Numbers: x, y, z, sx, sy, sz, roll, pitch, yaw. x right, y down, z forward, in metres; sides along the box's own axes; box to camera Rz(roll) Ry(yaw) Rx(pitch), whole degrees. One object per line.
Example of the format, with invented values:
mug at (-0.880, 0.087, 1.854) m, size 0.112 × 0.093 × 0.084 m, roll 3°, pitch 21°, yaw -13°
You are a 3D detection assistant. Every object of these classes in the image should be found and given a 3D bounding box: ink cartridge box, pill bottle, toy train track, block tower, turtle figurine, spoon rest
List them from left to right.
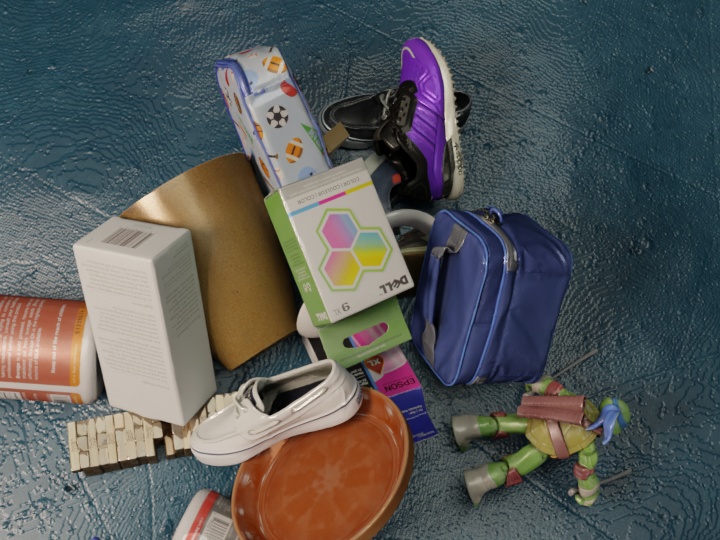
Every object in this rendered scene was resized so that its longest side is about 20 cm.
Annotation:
pill bottle at (-0.380, 0.082, 1.065) m, size 0.197 × 0.112 × 0.113 m, roll 5°, pitch 69°, yaw -6°
block tower at (-0.217, 0.180, 1.081) m, size 0.198 × 0.058 × 0.055 m, roll -8°, pitch 71°, yaw -12°
pill bottle at (-0.099, 0.316, 1.013) m, size 0.198 × 0.116 × 0.117 m, roll 24°, pitch 69°, yaw 2°
toy train track at (-0.077, -0.169, 1.235) m, size 0.114 × 0.032 × 0.201 m, roll -38°, pitch 69°, yaw 14°
ink cartridge box at (-0.013, -0.005, 1.028) m, size 0.103 × 0.059 × 0.202 m, roll -22°, pitch 92°, yaw -23°
spoon rest at (0.000, 0.000, 1.109) m, size 0.200 × 0.100 × 0.061 m, roll -41°, pitch 66°, yaw -16°
ink cartridge box at (0.006, 0.117, 1.094) m, size 0.094 × 0.037 × 0.201 m, roll -17°, pitch 45°, yaw -12°
turtle figurine at (0.211, 0.197, 1.118) m, size 0.192 × 0.200 × 0.146 m, roll -16°, pitch 95°, yaw 8°

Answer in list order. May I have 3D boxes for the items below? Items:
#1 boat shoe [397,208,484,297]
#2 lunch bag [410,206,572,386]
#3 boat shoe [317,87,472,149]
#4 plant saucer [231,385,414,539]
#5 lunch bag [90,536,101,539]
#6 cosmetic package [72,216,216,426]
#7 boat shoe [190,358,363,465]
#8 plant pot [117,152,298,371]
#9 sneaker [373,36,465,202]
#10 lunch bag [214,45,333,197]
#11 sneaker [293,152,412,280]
boat shoe at (0.083, -0.023, 1.190) m, size 0.198 × 0.074 × 0.065 m, roll -14°, pitch 45°, yaw -2°
lunch bag at (0.135, 0.024, 1.087) m, size 0.131 × 0.202 × 0.136 m, roll -1°, pitch 24°, yaw -25°
boat shoe at (0.044, -0.201, 1.245) m, size 0.197 × 0.068 × 0.073 m, roll -1°, pitch 70°, yaw -8°
plant saucer at (-0.036, 0.204, 0.969) m, size 0.199 × 0.032 × 0.202 m, roll -21°, pitch 40°, yaw 18°
lunch bag at (-0.210, 0.367, 0.940) m, size 0.169 × 0.128 × 0.202 m, roll 23°, pitch 110°, yaw 2°
cosmetic package at (-0.220, 0.053, 1.022) m, size 0.100 × 0.202 × 0.071 m, roll 11°, pitch 32°, yaw 23°
boat shoe at (-0.097, 0.138, 1.007) m, size 0.198 × 0.066 × 0.074 m, roll -24°, pitch 38°, yaw 14°
plant pot at (-0.156, 0.002, 1.100) m, size 0.185 × 0.186 × 0.201 m, roll -32°, pitch 87°, yaw -17°
sneaker at (0.060, -0.179, 1.170) m, size 0.098 × 0.069 × 0.203 m, roll -9°, pitch 86°, yaw -20°
lunch bag at (-0.099, -0.152, 1.114) m, size 0.075 × 0.160 × 0.202 m, roll -24°, pitch 109°, yaw -14°
sneaker at (0.000, -0.051, 1.181) m, size 0.084 × 0.075 × 0.201 m, roll 33°, pitch 69°, yaw 10°
